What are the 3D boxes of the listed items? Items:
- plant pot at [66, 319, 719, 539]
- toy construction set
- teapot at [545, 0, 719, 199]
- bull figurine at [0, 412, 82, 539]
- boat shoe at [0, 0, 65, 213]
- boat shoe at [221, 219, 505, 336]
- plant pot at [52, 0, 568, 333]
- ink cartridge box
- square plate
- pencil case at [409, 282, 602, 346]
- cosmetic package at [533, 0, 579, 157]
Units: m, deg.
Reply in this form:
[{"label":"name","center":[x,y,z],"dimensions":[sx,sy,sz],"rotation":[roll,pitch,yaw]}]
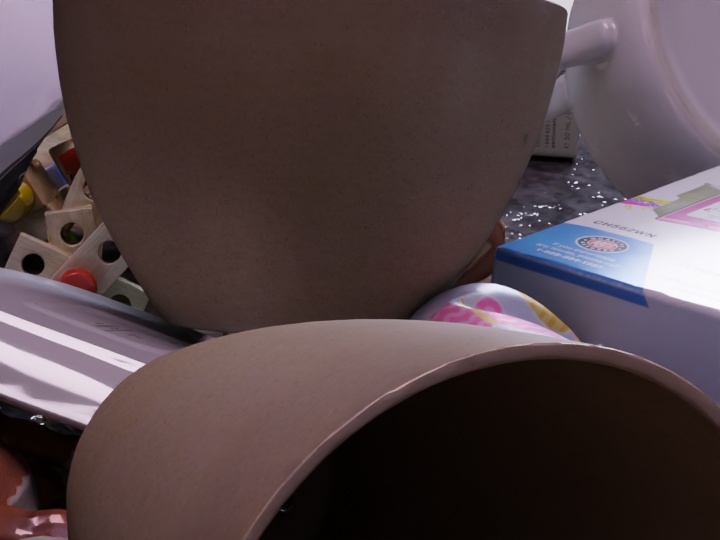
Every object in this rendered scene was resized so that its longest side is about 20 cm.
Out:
[{"label":"plant pot","center":[-0.007,0.089,0.786],"dimensions":[0.187,0.188,0.200],"rotation":[-8,16,-27]},{"label":"toy construction set","center":[-0.123,-0.042,1.219],"dimensions":[0.131,0.092,0.200],"rotation":[-29,23,1]},{"label":"teapot","center":[0.173,-0.093,1.348],"dimensions":[0.197,0.200,0.146],"rotation":[-49,8,-30]},{"label":"bull figurine","center":[-0.131,0.082,0.941],"dimensions":[0.121,0.065,0.200],"rotation":[3,19,-4]},{"label":"boat shoe","center":[-0.178,-0.041,1.161],"dimensions":[0.070,0.066,0.200],"rotation":[27,66,6]},{"label":"boat shoe","center":[0.000,0.000,1.172],"dimensions":[0.076,0.072,0.200],"rotation":[12,23,26]},{"label":"plant pot","center":[-0.024,-0.042,1.048],"dimensions":[0.200,0.135,0.200],"rotation":[5,1,0]},{"label":"ink cartridge box","center":[0.167,0.021,1.117],"dimensions":[0.144,0.085,0.200],"rotation":[18,24,37]},{"label":"square plate","center":[-0.093,0.033,1.002],"dimensions":[0.198,0.029,0.200],"rotation":[19,4,17]},{"label":"pencil case","center":[0.081,0.074,0.964],"dimensions":[0.091,0.083,0.200],"rotation":[9,15,-26]},{"label":"cosmetic package","center":[0.024,-0.115,1.498],"dimensions":[0.200,0.071,0.105],"rotation":[3,20,2]}]
